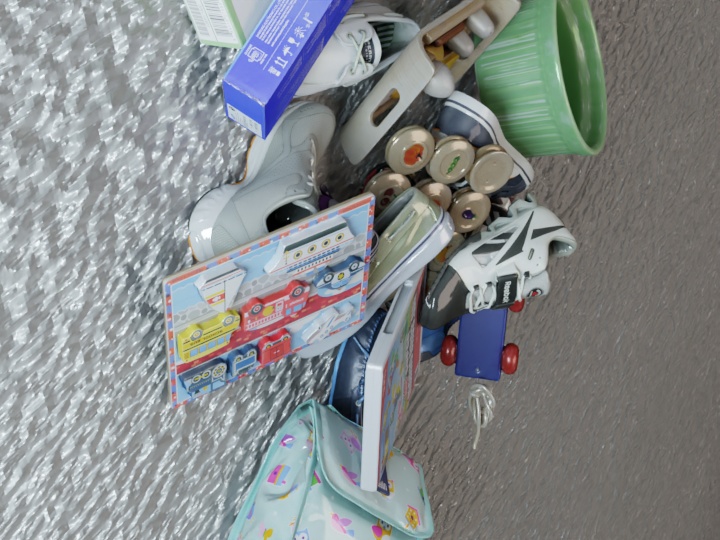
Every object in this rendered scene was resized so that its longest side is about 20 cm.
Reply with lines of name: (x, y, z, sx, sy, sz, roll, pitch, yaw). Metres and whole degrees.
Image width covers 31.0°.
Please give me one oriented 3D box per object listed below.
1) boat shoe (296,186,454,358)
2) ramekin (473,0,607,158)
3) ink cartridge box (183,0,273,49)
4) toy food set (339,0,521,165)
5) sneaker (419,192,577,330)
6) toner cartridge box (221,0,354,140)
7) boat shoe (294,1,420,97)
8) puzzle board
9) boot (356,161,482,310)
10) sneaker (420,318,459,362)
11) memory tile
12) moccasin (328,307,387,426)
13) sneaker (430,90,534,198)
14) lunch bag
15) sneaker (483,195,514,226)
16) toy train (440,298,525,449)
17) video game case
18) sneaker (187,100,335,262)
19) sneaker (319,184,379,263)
boat shoe: (0.000, 0.000, 1.249, 0.200, 0.072, 0.062, -43, 112, 3)
ramekin: (0.196, -0.218, 1.419, 0.200, 0.097, 0.202, -8, 90, -66)
ink cartridge box: (-0.083, -0.298, 1.036, 0.201, 0.048, 0.146, -60, 148, -31)
toy food set: (0.073, -0.189, 1.275, 0.144, 0.060, 0.200, -47, 176, 42)
sneaker: (0.145, 0.004, 1.325, 0.200, 0.088, 0.074, -40, 155, -25)
toner cartridge box: (-0.044, -0.213, 1.073, 0.201, 0.043, 0.095, -59, 179, -12)
boat shoe: (-0.012, -0.207, 1.184, 0.200, 0.066, 0.074, -40, 135, -49)
puzzle board: (-0.073, 0.028, 1.085, 0.199, 0.017, 0.152, -25, 142, -27)
boot: (0.067, -0.071, 1.382, 0.205, 0.073, 0.154, -61, 147, -26)
sneaker: (0.080, 0.034, 1.465, 0.200, 0.065, 0.079, -42, 132, -50)
memory tile: (0.056, -0.047, 1.289, 0.152, 0.017, 0.201, 10, 120, -36)
moccasin: (0.010, 0.140, 1.368, 0.080, 0.068, 0.202, 4, 99, -62)
sneaker: (0.119, -0.112, 1.361, 0.080, 0.078, 0.200, -59, 149, -4)
lunch bag: (-0.024, 0.245, 1.257, 0.170, 0.121, 0.202, 33, 68, -32)
sneaker: (0.153, -0.149, 1.524, 0.201, 0.075, 0.116, 75, 31, -56)
toy train: (0.138, 0.084, 1.448, 0.116, 0.084, 0.202, -51, 146, -71)
video game case: (0.034, 0.095, 1.254, 0.200, 0.017, 0.144, -64, 160, -56)
sneaker: (-0.060, -0.070, 1.126, 0.201, 0.091, 0.076, -56, 146, -34)
sneaker: (-0.079, 0.008, 1.174, 0.200, 0.088, 0.075, -38, 166, -22)
